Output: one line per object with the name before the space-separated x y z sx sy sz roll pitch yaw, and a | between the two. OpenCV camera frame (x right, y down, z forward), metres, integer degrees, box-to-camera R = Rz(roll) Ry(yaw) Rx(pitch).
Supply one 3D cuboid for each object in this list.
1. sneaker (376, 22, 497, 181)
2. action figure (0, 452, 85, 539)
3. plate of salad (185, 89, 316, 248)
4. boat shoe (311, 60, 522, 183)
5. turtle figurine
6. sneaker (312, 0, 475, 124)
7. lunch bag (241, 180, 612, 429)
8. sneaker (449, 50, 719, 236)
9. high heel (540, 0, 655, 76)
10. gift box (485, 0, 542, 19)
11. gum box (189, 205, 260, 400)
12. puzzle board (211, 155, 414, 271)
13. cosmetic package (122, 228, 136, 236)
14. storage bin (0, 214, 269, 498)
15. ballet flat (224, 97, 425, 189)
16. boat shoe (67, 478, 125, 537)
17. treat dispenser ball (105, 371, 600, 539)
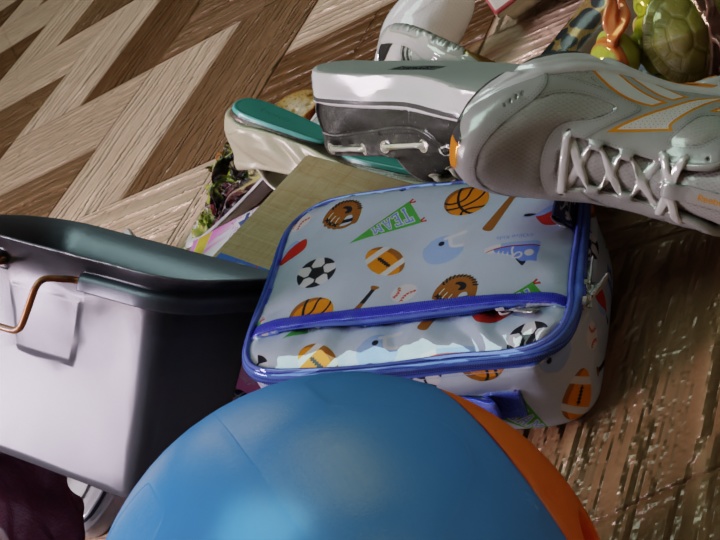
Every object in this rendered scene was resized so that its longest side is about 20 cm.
sneaker | 0.067 -0.094 0.853 0.200 0.075 0.088 35 106 46
action figure | -0.204 0.193 0.794 0.149 0.134 0.200 -53 33 15
plate of salad | -0.090 -0.101 1.151 0.200 0.048 0.200 -46 13 14
boat shoe | 0.050 -0.086 0.786 0.071 0.064 0.200 -19 21 -38
turtle figurine | 0.184 -0.144 0.746 0.161 0.201 0.064 -23 0 -16
sneaker | 0.037 -0.140 1.056 0.080 0.070 0.201 33 89 48
lunch bag | 0.041 0.021 0.732 0.199 0.076 0.161 -7 38 22
sneaker | 0.146 -0.057 0.670 0.199 0.076 0.092 -3 35 -9
high heel | 0.151 -0.165 0.925 0.142 0.071 0.201 -22 37 33
gift box | 0.132 -0.312 0.995 0.200 0.185 0.187 -40 -1 15
gum box | -0.080 0.040 0.929 0.113 0.066 0.200 -25 30 29
puzzle board | 0.000 0.000 0.846 0.199 0.017 0.151 18 54 35
cosmetic package | -0.257 0.055 1.175 0.200 0.051 0.083 -42 24 -1
storage bin | -0.164 0.049 0.801 0.199 0.145 0.135 12 97 29
ballet flat | -0.016 -0.072 0.993 0.199 0.070 0.070 22 61 27
boat shoe | -0.190 0.082 0.947 0.073 0.067 0.201 -12 60 39
treat dispenser ball | -0.003 0.139 0.507 0.200 0.201 0.201 -32 27 19
